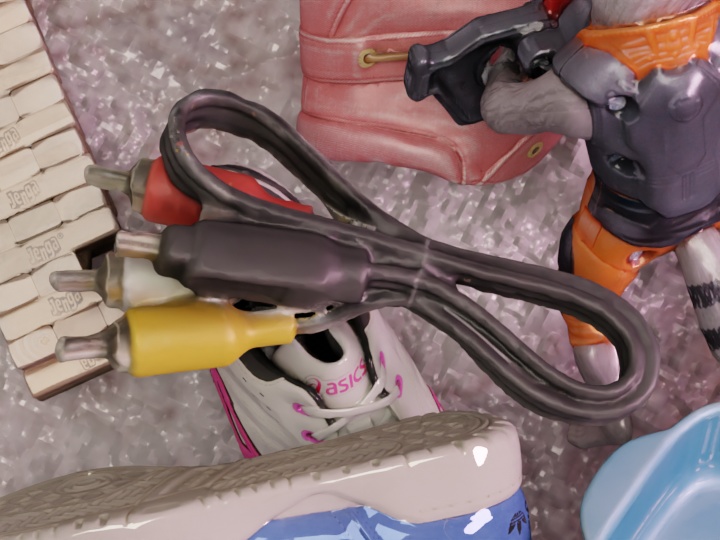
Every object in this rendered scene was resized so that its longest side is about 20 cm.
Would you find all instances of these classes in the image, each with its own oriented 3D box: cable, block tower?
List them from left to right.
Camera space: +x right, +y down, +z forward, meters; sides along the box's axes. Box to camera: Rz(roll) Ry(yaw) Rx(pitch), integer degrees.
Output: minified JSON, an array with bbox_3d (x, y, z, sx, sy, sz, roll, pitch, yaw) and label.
[{"bbox_3d":[-0.130,-0.057,1.045,0.058,0.054,0.200,-24,87,-3],"label":"block tower"},{"bbox_3d":[0.000,0.000,0.969,0.200,0.050,0.097,11,66,-9],"label":"cable"}]

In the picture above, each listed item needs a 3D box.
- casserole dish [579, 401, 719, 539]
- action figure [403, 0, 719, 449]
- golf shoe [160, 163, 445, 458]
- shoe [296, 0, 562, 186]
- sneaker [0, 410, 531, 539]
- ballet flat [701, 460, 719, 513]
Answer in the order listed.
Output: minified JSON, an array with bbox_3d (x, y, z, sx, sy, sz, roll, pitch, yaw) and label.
[{"bbox_3d":[0.159,0.127,0.956,0.200,0.039,0.121,32,59,11],"label":"casserole dish"},{"bbox_3d":[0.128,-0.047,0.982,0.200,0.105,0.194,-22,126,-4],"label":"action figure"},{"bbox_3d":[-0.010,0.054,1.019,0.073,0.092,0.200,-34,88,-5],"label":"golf shoe"},{"bbox_3d":[0.073,-0.081,1.046,0.200,0.071,0.091,0,109,-13],"label":"shoe"},{"bbox_3d":[-0.039,0.118,0.960,0.200,0.077,0.111,-10,101,-10],"label":"sneaker"},{"bbox_3d":[0.211,0.109,1.024,0.200,0.068,0.068,21,86,12],"label":"ballet flat"}]
